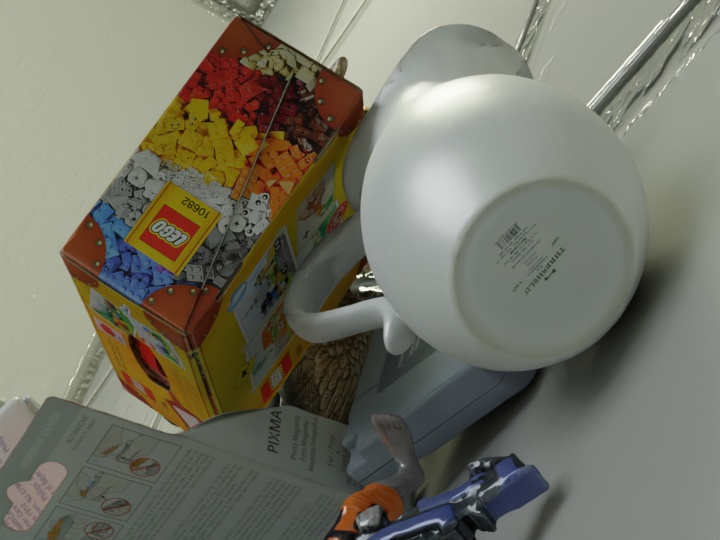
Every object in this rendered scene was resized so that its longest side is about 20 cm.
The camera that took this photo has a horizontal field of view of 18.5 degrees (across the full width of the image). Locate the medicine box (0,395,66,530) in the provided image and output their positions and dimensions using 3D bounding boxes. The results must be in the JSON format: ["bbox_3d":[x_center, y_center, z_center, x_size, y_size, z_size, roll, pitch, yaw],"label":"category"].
[{"bbox_3d":[-0.228,0.182,1.279,0.200,0.103,0.182,-40,-8,-6],"label":"medicine box"}]

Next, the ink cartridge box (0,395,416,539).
[{"bbox_3d":[-0.093,0.123,1.141,0.163,0.199,0.057,-52,21,41],"label":"ink cartridge box"}]

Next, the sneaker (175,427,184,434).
[{"bbox_3d":[-0.095,0.173,1.253,0.081,0.075,0.202,-41,-34,-55],"label":"sneaker"}]

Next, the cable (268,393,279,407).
[{"bbox_3d":[-0.040,0.082,1.496,0.200,0.050,0.164,-114,48,-76],"label":"cable"}]

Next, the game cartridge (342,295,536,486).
[{"bbox_3d":[0.058,0.005,1.110,0.133,0.040,0.201,-43,21,43],"label":"game cartridge"}]

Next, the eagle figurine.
[{"bbox_3d":[-0.007,0.002,1.322,0.152,0.150,0.201,73,171,-47],"label":"eagle figurine"}]

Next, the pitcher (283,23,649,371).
[{"bbox_3d":[0.038,-0.014,0.989,0.172,0.121,0.200,-51,22,8],"label":"pitcher"}]

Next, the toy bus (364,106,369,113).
[{"bbox_3d":[-0.013,-0.052,1.669,0.200,0.065,0.079,-45,20,60],"label":"toy bus"}]

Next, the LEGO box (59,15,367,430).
[{"bbox_3d":[-0.064,-0.011,1.119,0.149,0.077,0.200,-54,-14,-16],"label":"LEGO box"}]

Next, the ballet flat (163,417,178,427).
[{"bbox_3d":[-0.063,0.019,1.472,0.201,0.068,0.075,-59,-12,5],"label":"ballet flat"}]

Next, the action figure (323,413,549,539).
[{"bbox_3d":[0.009,0.146,0.954,0.199,0.105,0.194,-30,25,14],"label":"action figure"}]
